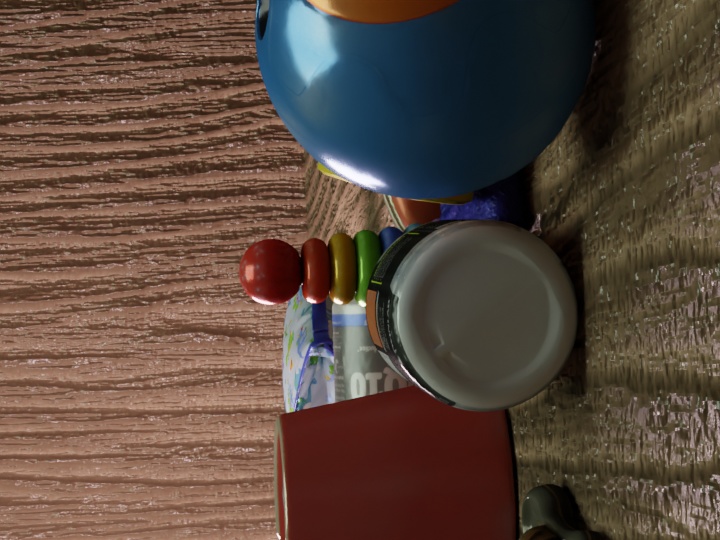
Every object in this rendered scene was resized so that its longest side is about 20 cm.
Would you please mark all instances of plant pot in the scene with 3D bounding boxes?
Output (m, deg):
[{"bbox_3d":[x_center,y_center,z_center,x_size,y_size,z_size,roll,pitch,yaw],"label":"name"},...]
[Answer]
[{"bbox_3d":[0.022,0.182,1.484,0.200,0.177,0.201,179,90,-84],"label":"plant pot"}]

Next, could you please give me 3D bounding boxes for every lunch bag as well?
[{"bbox_3d":[-0.042,0.115,2.334,0.170,0.127,0.200,-100,0,-54],"label":"lunch bag"}]

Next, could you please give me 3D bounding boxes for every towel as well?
[{"bbox_3d":[0.085,-0.102,1.387,0.148,0.049,0.200,103,164,-71],"label":"towel"}]

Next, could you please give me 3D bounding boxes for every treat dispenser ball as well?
[{"bbox_3d":[0.038,-0.142,1.086,0.201,0.200,0.201,178,90,-84],"label":"treat dispenser ball"}]

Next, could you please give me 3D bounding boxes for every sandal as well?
[{"bbox_3d":[0.117,0.187,1.153,0.200,0.054,0.082,-111,20,-73],"label":"sandal"}]

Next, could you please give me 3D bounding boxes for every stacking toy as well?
[{"bbox_3d":[0.000,0.000,1.513,0.085,0.199,0.086,178,90,-85],"label":"stacking toy"}]

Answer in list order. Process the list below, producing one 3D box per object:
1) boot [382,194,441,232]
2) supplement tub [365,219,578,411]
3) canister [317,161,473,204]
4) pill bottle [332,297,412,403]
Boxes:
[{"bbox_3d":[0.060,-0.116,1.536,0.107,0.075,0.201,-155,64,-79],"label":"boot"},{"bbox_3d":[0.069,0.026,1.239,0.200,0.122,0.123,-159,67,-84],"label":"supplement tub"},{"bbox_3d":[0.039,-0.157,1.324,0.148,0.086,0.201,22,104,57],"label":"canister"},{"bbox_3d":[0.033,0.123,1.659,0.114,0.113,0.201,175,93,-84],"label":"pill bottle"}]
